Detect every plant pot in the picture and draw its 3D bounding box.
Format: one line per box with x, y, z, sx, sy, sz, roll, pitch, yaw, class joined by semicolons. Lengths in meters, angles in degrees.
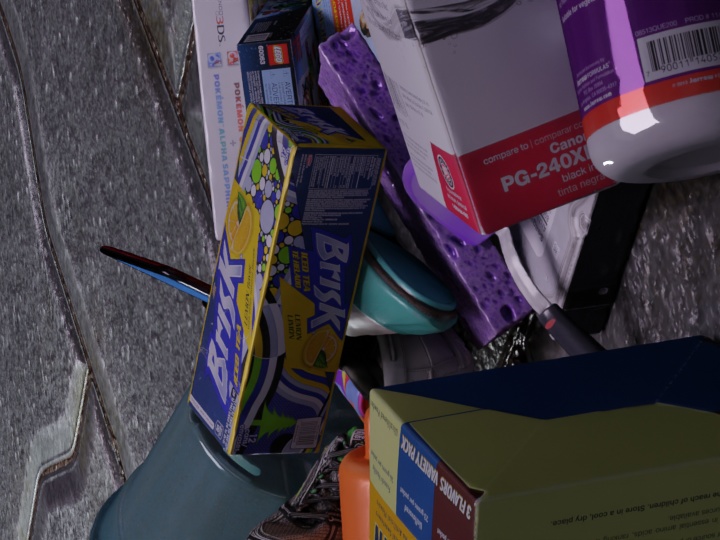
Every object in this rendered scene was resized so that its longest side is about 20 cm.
-0.082;0.169;1.783;0.196;0.199;0.201;-63;39;43;plant pot

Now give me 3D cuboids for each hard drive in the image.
0.117;-0.078;1.360;0.201;0.038;0.140;102;152;-44;hard drive

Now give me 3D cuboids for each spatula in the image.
0.097;0.008;1.350;0.200;0.021;0.057;51;139;8;spatula

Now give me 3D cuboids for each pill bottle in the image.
0.147;-0.149;1.149;0.112;0.112;0.201;145;116;-67;pill bottle

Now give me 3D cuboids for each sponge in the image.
0.035;-0.048;1.439;0.201;0.030;0.112;58;175;4;sponge

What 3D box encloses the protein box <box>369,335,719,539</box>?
0.117;0.162;1.214;0.135;0.198;0.201;-137;43;-60;protein box

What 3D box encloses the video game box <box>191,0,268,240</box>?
-0.074;-0.120;1.711;0.200;0.047;0.183;-31;-62;-80;video game box

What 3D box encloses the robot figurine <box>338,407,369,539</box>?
0.045;0.178;1.526;0.144;0.116;0.201;-164;67;-66;robot figurine

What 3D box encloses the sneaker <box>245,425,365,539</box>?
-0.017;0.149;1.600;0.078;0.200;0.086;17;116;22;sneaker

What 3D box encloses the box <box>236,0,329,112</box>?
-0.043;-0.111;1.630;0.200;0.037;0.137;-72;-25;-71;box

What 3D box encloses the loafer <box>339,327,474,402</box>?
0.001;0.032;1.511;0.200;0.069;0.070;42;128;54;loafer

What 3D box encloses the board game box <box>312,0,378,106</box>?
0.028;-0.177;1.535;0.196;0.056;0.201;157;105;-69;board game box

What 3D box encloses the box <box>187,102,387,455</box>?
-0.045;0.006;1.414;0.070;0.064;0.201;44;127;53;box

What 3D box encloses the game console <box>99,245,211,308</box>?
-0.126;0.066;1.940;0.200;0.118;0.173;-164;68;-68;game console

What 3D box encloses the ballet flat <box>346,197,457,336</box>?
0.000;0.000;1.462;0.071;0.067;0.200;-55;35;15;ballet flat

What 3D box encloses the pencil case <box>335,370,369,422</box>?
0.001;0.038;1.644;0.200;0.088;0.089;-130;38;-56;pencil case

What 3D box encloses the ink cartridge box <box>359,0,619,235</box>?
0.052;-0.136;1.241;0.145;0.083;0.201;-130;21;-73;ink cartridge box
